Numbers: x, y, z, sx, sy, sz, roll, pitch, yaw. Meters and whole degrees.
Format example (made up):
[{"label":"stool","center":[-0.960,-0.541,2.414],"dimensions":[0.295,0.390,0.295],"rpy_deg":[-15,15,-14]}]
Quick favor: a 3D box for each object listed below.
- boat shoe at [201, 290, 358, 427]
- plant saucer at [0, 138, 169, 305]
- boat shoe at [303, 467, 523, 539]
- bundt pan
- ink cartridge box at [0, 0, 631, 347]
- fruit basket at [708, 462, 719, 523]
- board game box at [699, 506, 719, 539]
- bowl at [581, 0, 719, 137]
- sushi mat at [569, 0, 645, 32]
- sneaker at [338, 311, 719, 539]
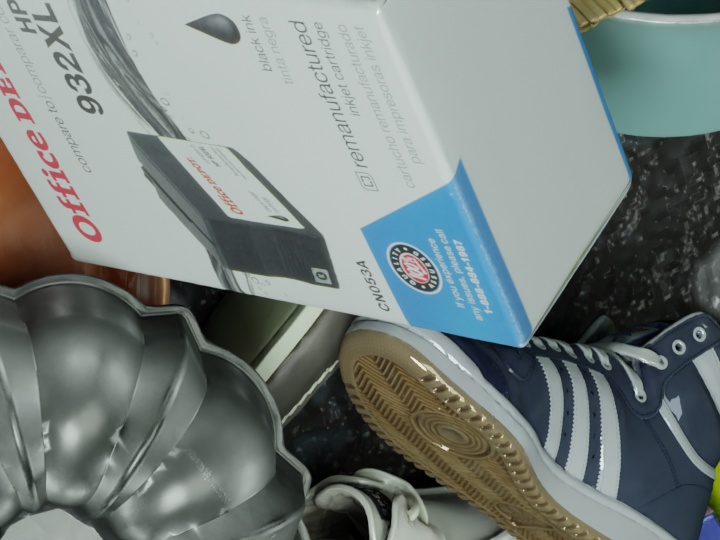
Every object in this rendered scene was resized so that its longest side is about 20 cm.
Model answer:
[{"label":"boat shoe","center":[0.000,0.000,0.984],"dimensions":[0.061,0.072,0.202],"rpy_deg":[39,80,-27]},{"label":"plant saucer","center":[-0.165,0.012,0.919],"dimensions":[0.199,0.032,0.202],"rpy_deg":[-7,105,-27]},{"label":"boat shoe","center":[-0.001,0.111,0.998],"dimensions":[0.199,0.072,0.066],"rpy_deg":[-13,124,-32]},{"label":"bundt pan","center":[-0.106,0.104,0.879],"dimensions":[0.201,0.076,0.203],"rpy_deg":[-1,96,-12]},{"label":"ink cartridge box","center":[-0.031,-0.066,0.828],"dimensions":[0.084,0.199,0.145],"rpy_deg":[-55,137,-30]},{"label":"fruit basket","center":[0.228,0.097,1.094],"dimensions":[0.155,0.215,0.217],"rpy_deg":[-24,113,-22]},{"label":"board game box","center":[0.103,0.225,1.101],"dimensions":[0.199,0.041,0.201],"rpy_deg":[-34,117,-8]},{"label":"bowl","center":[0.113,-0.127,0.962],"dimensions":[0.200,0.201,0.105],"rpy_deg":[-26,144,-21]},{"label":"sushi mat","center":[0.038,-0.149,0.905],"dimensions":[0.095,0.200,0.012],"rpy_deg":[-23,143,-20]},{"label":"sneaker","center":[0.076,0.042,0.994],"dimensions":[0.200,0.070,0.109],"rpy_deg":[41,64,-35]}]
